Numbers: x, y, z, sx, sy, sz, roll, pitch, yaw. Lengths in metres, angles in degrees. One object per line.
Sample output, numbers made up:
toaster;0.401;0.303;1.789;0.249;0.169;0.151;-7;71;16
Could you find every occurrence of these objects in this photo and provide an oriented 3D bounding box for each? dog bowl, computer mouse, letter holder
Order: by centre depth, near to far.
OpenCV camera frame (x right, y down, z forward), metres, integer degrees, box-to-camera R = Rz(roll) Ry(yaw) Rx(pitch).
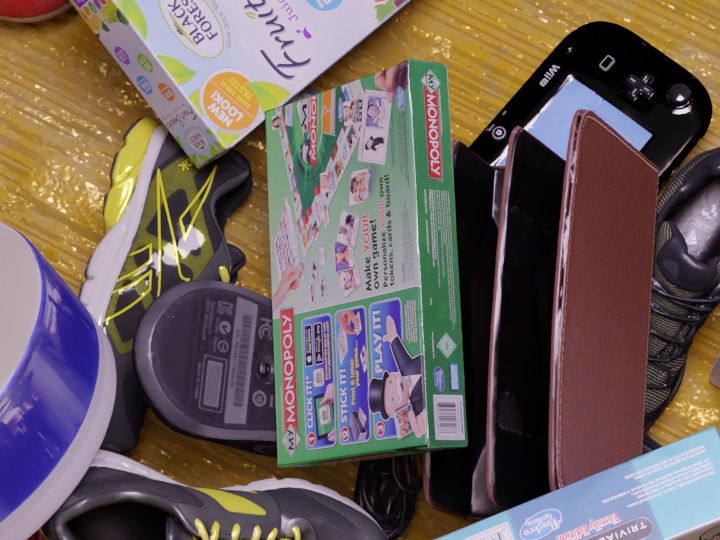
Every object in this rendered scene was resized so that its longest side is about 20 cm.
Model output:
letter holder;0.086;0.027;1.187;0.100;0.142;0.201;0;79;23
dog bowl;-0.234;0.069;1.198;0.199;0.079;0.201;-17;43;17
computer mouse;-0.050;0.068;1.275;0.199;0.053;0.139;20;71;-31

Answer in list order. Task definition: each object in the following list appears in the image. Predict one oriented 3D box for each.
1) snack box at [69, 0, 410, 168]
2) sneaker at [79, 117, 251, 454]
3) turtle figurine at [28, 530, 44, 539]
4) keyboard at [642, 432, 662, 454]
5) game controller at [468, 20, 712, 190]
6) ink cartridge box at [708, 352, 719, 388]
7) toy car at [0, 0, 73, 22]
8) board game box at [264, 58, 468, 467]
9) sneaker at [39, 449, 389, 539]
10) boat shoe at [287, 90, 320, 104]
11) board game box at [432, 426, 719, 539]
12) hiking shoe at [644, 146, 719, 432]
snack box;-0.059;-0.175;1.312;0.200;0.053;0.142;-41;97;-27
sneaker;-0.113;0.009;1.303;0.084;0.074;0.201;8;77;5
turtle figurine;-0.260;0.153;1.271;0.199;0.101;0.150;13;56;23
keyboard;0.148;0.146;1.278;0.200;0.040;0.104;39;94;0
game controller;0.114;-0.054;1.331;0.104;0.042;0.200;39;81;11
ink cartridge box;0.257;0.019;1.267;0.067;0.116;0.200;31;79;10
toy car;-0.194;-0.253;1.316;0.184;0.200;0.178;21;78;8
board game box;0.000;0.000;1.207;0.029;0.134;0.201;4;80;-36
sneaker;-0.080;0.150;1.202;0.199;0.085;0.075;9;99;-7
boat shoe;0.019;-0.039;1.291;0.072;0.072;0.200;-18;53;-11
board game box;0.126;0.157;1.160;0.150;0.200;0.047;-22;66;3
hiking shoe;0.166;0.012;1.278;0.075;0.101;0.201;26;84;9
